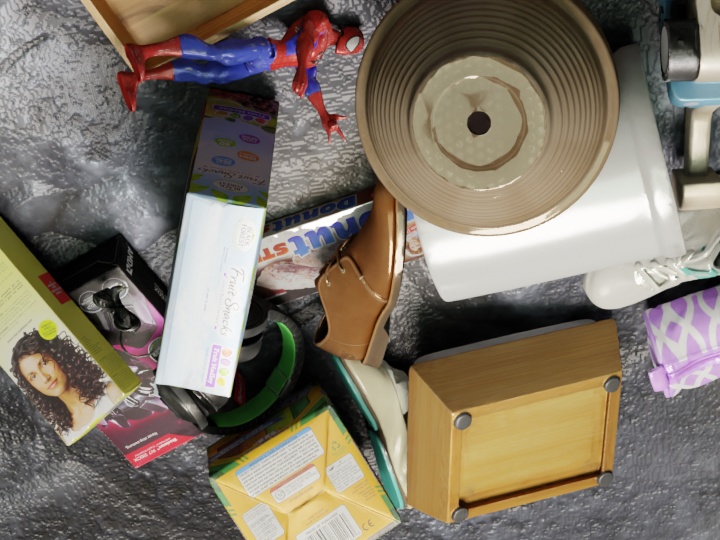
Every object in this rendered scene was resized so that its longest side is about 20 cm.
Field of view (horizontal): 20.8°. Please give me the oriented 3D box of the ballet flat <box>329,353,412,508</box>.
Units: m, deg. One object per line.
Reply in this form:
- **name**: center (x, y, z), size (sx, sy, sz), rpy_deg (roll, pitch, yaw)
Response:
- **ballet flat**: center (0.029, 0.130, 1.781), size (0.069, 0.070, 0.201), rpy_deg (-15, 128, 8)

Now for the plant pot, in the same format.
- **plant pot**: center (0.089, -0.117, 1.429), size (0.199, 0.093, 0.203), rpy_deg (2, 105, 8)

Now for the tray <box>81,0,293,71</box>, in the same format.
- **tray**: center (-0.112, -0.234, 1.512), size (0.199, 0.037, 0.099), rpy_deg (-26, 123, 15)

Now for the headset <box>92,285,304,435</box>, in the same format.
- **headset**: center (-0.138, 0.066, 1.674), size (0.199, 0.094, 0.124), rpy_deg (24, 100, -47)

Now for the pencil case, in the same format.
- **pencil case**: center (0.345, 0.049, 1.707), size (0.198, 0.086, 0.084), rpy_deg (-19, 124, 11)

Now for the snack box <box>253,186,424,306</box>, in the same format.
- **snack box**: center (-0.035, -0.019, 1.682), size (0.198, 0.024, 0.072), rpy_deg (-18, 124, 11)

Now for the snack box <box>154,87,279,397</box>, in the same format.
- **snack box**: center (-0.112, -0.025, 1.549), size (0.067, 0.200, 0.170), rpy_deg (11, 118, -4)

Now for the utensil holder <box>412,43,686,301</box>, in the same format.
- **utensil holder**: center (0.145, -0.073, 1.564), size (0.198, 0.171, 0.171), rpy_deg (-13, 126, 8)

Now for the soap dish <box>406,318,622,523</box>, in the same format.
- **soap dish**: center (0.140, 0.136, 1.740), size (0.198, 0.081, 0.158), rpy_deg (-12, 127, -18)

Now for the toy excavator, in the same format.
- **toy excavator**: center (0.278, -0.157, 1.557), size (0.099, 0.200, 0.196), rpy_deg (-4, 83, 1)

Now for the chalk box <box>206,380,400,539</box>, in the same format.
- **chalk box**: center (-0.055, 0.184, 1.739), size (0.124, 0.200, 0.125), rpy_deg (-32, 98, -3)

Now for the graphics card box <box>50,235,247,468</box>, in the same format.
- **graphics card box**: center (-0.203, 0.075, 1.728), size (0.125, 0.051, 0.200), rpy_deg (-27, 123, 16)

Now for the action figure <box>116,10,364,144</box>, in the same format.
- **action figure**: center (-0.077, -0.144, 1.519), size (0.199, 0.100, 0.065), rpy_deg (-16, 159, -24)

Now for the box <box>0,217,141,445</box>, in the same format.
- **box**: center (-0.277, 0.045, 1.642), size (0.075, 0.050, 0.200), rpy_deg (-42, 88, 17)

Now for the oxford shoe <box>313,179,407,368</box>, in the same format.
- **oxford shoe**: center (0.000, 0.000, 1.641), size (0.071, 0.072, 0.201), rpy_deg (11, 127, -5)

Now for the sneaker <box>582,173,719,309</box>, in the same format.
- **sneaker**: center (0.277, -0.016, 1.662), size (0.199, 0.089, 0.075), rpy_deg (-33, 123, 20)
